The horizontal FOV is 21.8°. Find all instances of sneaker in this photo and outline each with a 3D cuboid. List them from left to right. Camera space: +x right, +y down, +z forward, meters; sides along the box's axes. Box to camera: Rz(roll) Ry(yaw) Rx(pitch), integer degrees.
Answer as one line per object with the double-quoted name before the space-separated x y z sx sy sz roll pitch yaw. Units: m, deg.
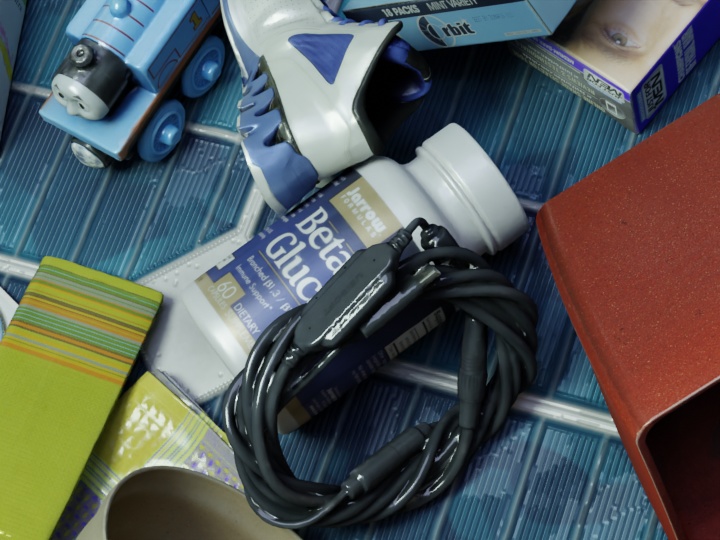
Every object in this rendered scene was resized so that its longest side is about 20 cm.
"sneaker" -0.017 -0.130 1.159 0.115 0.081 0.199 -18 51 9

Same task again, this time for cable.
"cable" 0.012 0.072 1.093 0.200 0.163 0.051 -49 38 2

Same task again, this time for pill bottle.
"pill bottle" 0.000 0.000 1.141 0.200 0.111 0.111 -36 65 -4

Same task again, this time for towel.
"towel" -0.199 0.083 1.170 0.086 0.018 0.200 18 59 6
"towel" -0.151 0.167 1.155 0.200 0.023 0.144 -43 66 -7

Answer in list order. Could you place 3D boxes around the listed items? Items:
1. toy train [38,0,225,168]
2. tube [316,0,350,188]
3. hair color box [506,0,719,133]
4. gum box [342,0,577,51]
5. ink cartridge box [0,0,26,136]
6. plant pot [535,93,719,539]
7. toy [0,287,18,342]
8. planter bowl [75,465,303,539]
"toy train" -0.136 -0.163 1.239 0.087 0.114 0.200 28 76 22
"tube" 0.006 -0.148 1.243 0.077 0.050 0.200 26 70 6
"hair color box" 0.195 -0.200 1.209 0.109 0.065 0.200 36 81 23
"gum box" 0.105 -0.223 1.181 0.170 0.045 0.200 1 49 53
"ink cartridge box" -0.284 -0.153 1.267 0.067 0.117 0.200 2 68 11
"plant pot" 0.210 0.023 1.051 0.200 0.200 0.176 -32 52 -2
"toy" -0.269 0.057 1.214 0.115 0.047 0.200 -44 66 -9
"planter bowl" -0.102 0.228 1.041 0.135 0.200 0.200 -45 63 21
